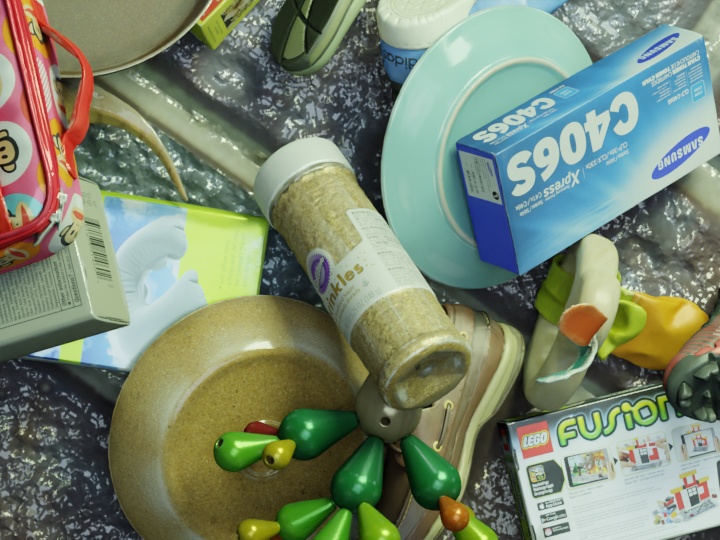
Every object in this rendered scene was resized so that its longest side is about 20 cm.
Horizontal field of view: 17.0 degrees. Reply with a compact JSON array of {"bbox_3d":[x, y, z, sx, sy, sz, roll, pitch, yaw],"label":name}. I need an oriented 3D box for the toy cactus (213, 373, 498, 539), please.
[{"bbox_3d":[0.009,0.128,1.594,0.199,0.102,0.165,18,70,9],"label":"toy cactus"}]

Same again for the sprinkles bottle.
[{"bbox_3d":[0.000,0.000,1.594,0.068,0.068,0.200,-28,55,-8],"label":"sprinkles bottle"}]

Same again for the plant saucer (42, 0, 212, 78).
[{"bbox_3d":[-0.185,-0.209,1.614,0.199,0.032,0.201,-1,65,2],"label":"plant saucer"}]

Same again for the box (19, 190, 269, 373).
[{"bbox_3d":[-0.170,0.008,1.653,0.199,0.048,0.122,8,87,-9],"label":"box"}]

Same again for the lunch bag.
[{"bbox_3d":[-0.252,-0.094,1.525,0.176,0.082,0.201,-18,75,10],"label":"lunch bag"}]

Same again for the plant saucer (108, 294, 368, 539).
[{"bbox_3d":[-0.071,0.118,1.636,0.200,0.035,0.201,-6,106,-20],"label":"plant saucer"}]

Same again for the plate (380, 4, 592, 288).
[{"bbox_3d":[0.099,-0.081,1.650,0.200,0.026,0.201,-13,112,-35],"label":"plate"}]

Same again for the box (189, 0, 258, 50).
[{"bbox_3d":[-0.064,-0.252,1.664,0.075,0.050,0.200,42,84,15],"label":"box"}]

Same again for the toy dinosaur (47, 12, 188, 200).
[{"bbox_3d":[-0.202,-0.123,1.654,0.199,0.060,0.107,12,99,2],"label":"toy dinosaur"}]

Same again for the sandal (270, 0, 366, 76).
[{"bbox_3d":[0.010,-0.216,1.680,0.057,0.080,0.201,37,85,-34],"label":"sandal"}]

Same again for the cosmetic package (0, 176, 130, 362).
[{"bbox_3d":[-0.263,0.013,1.587,0.199,0.073,0.104,-15,81,14],"label":"cosmetic package"}]

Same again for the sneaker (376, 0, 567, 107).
[{"bbox_3d":[0.094,-0.166,1.687,0.200,0.077,0.111,-33,132,-34],"label":"sneaker"}]

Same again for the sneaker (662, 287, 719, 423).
[{"bbox_3d":[0.273,0.039,1.679,0.200,0.098,0.071,-28,133,-30],"label":"sneaker"}]

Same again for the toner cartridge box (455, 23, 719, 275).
[{"bbox_3d":[0.160,-0.085,1.654,0.200,0.043,0.095,-31,124,-28],"label":"toner cartridge box"}]

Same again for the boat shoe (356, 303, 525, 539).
[{"bbox_3d":[0.041,0.115,1.661,0.067,0.072,0.200,31,78,-26],"label":"boat shoe"}]

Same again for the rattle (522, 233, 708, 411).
[{"bbox_3d":[0.183,0.054,1.624,0.143,0.200,0.130,36,84,-6],"label":"rattle"}]

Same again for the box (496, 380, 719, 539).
[{"bbox_3d":[0.206,0.137,1.709,0.199,0.035,0.110,-13,90,-8],"label":"box"}]
